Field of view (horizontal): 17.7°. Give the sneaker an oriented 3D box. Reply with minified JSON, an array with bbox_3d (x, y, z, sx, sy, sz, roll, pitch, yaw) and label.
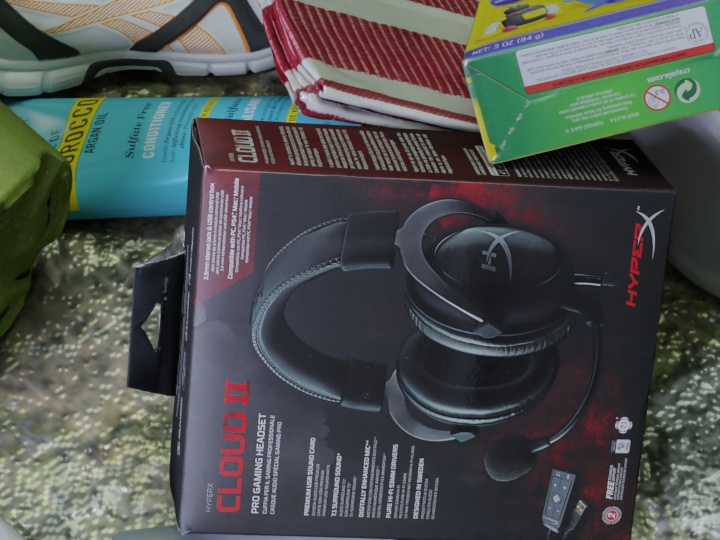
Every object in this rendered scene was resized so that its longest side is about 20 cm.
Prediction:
[{"bbox_3d":[-0.095,-0.136,1.088,0.199,0.080,0.074,-13,51,-17],"label":"sneaker"}]

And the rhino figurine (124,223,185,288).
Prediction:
[{"bbox_3d":[0.000,0.000,0.982,0.199,0.088,0.060,-5,55,-4],"label":"rhino figurine"}]

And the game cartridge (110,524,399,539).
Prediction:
[{"bbox_3d":[-0.040,0.182,0.879,0.133,0.041,0.200,-9,53,-1],"label":"game cartridge"}]

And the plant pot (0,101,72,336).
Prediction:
[{"bbox_3d":[-0.230,-0.042,0.975,0.190,0.200,0.200,31,58,7],"label":"plant pot"}]

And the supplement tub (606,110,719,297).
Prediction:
[{"bbox_3d":[0.215,-0.084,1.021,0.200,0.123,0.123,-35,60,-24],"label":"supplement tub"}]

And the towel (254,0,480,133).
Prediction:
[{"bbox_3d":[0.017,-0.109,1.010,0.144,0.023,0.200,11,31,-24],"label":"towel"}]

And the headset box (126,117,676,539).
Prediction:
[{"bbox_3d":[0.010,0.024,0.902,0.199,0.149,0.077,3,18,-9],"label":"headset box"}]

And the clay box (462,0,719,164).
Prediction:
[{"bbox_3d":[0.108,-0.108,0.937,0.115,0.048,0.200,-13,21,12],"label":"clay box"}]

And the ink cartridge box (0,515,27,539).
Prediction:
[{"bbox_3d":[-0.193,0.160,0.798,0.043,0.174,0.200,5,54,49],"label":"ink cartridge box"}]

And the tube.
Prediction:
[{"bbox_3d":[-0.085,-0.051,1.044,0.199,0.050,0.078,-1,44,19],"label":"tube"}]
